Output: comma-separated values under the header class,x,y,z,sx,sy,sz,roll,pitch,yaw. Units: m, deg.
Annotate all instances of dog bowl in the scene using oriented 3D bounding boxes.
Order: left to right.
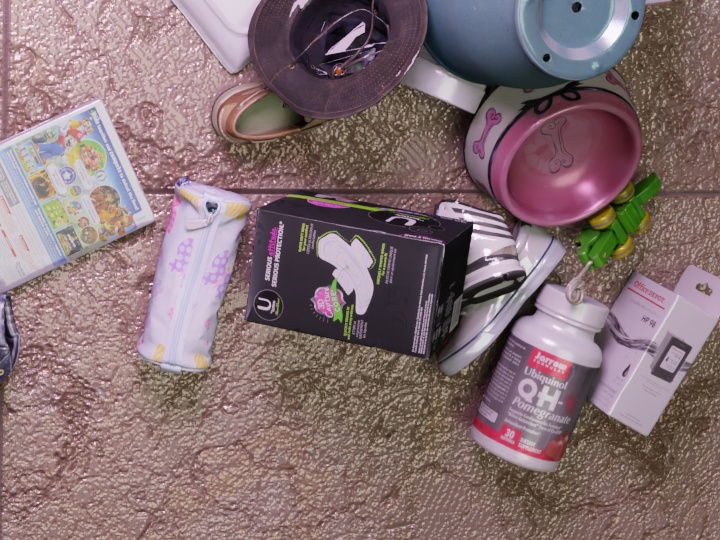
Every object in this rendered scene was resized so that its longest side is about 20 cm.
class,x,y,z,sx,sy,sz,roll,pitch,yaw
dog bowl,0.217,-0.133,1.704,0.199,0.074,0.201,-12,133,-13

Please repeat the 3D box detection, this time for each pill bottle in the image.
class,x,y,z,sx,sy,sz,roll,pitch,yaw
pill bottle,0.115,-0.276,1.648,0.114,0.114,0.201,20,98,-22
pill bottle,0.210,0.120,1.794,0.110,0.111,0.201,18,99,-22

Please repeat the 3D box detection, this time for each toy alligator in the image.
class,x,y,z,sx,sy,sz,roll,pitch,yaw
toy alligator,0.271,-0.039,1.773,0.200,0.054,0.059,-51,122,-24

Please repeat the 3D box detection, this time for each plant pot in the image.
class,x,y,z,sx,sy,sz,roll,pitch,yaw
plant pot,0.174,-0.264,1.507,0.199,0.188,0.201,-6,107,-19

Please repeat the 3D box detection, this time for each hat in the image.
class,x,y,z,sx,sy,sz,roll,pitch,yaw
hat,-0.010,-0.230,1.577,0.201,0.200,0.081,-51,149,1

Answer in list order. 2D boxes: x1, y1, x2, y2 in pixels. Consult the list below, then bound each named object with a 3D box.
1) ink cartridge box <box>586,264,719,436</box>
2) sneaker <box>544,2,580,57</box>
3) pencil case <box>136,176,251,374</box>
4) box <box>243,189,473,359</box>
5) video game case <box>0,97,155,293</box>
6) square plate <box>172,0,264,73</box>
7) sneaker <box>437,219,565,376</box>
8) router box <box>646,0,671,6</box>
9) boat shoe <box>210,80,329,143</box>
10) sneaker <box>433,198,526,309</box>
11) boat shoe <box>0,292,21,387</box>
class,x,y,z,sx,sy,sz,roll,pitch,yaw
ink cartridge box,0.336,0.077,1.822,0.067,0.116,0.200,29,94,-22
sneaker,0.228,-0.263,1.712,0.082,0.074,0.200,36,91,-28
pencil case,-0.174,0.006,1.643,0.083,0.091,0.201,11,102,-21
box,0.000,0.000,1.626,0.199,0.149,0.125,12,104,13
video game case,-0.329,-0.072,1.608,0.199,0.018,0.144,-26,111,-10
square plate,-0.115,-0.337,1.600,0.200,0.028,0.198,-42,114,-4
sneaker,0.145,0.028,1.777,0.071,0.073,0.200,40,87,-4
router box,0.246,-0.383,1.623,0.049,0.179,0.201,-13,110,-32
boat shoe,-0.056,-0.178,1.639,0.199,0.074,0.076,-24,111,-11
sneaker,0.078,-0.009,1.745,0.200,0.116,0.076,-19,156,12
boat shoe,-0.395,0.119,1.599,0.090,0.071,0.201,-1,104,1
